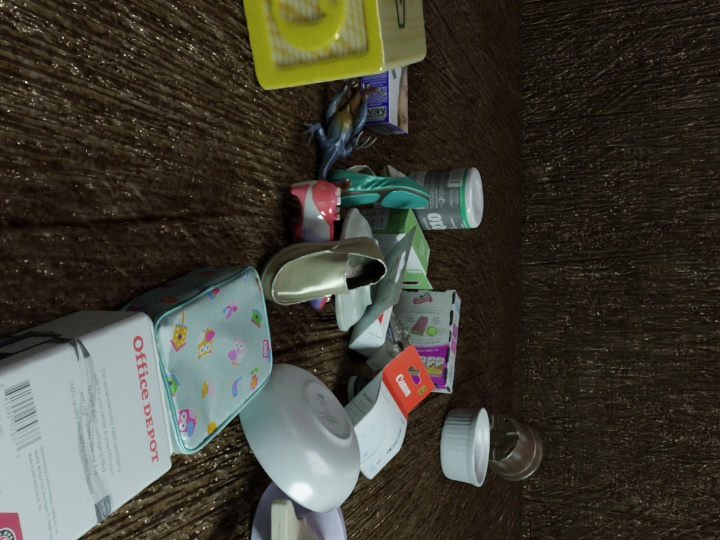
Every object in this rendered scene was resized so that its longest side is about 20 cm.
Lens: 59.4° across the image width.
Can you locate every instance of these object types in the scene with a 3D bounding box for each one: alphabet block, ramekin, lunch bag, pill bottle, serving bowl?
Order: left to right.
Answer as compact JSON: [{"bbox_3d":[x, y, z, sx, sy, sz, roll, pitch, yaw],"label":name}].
[{"bbox_3d":[-0.171,0.091,0.666,0.200,0.076,0.164,-38,126,-61],"label":"lunch bag"},{"bbox_3d":[-0.063,0.196,0.800,0.200,0.066,0.201,47,13,-15],"label":"serving bowl"},{"bbox_3d":[-0.031,-0.368,0.858,0.200,0.192,0.200,-43,127,-58],"label":"alphabet block"},{"bbox_3d":[0.131,-0.137,1.225,0.113,0.196,0.116,0,90,-66],"label":"pill bottle"},{"bbox_3d":[0.284,0.472,1.709,0.200,0.096,0.205,0,90,-66],"label":"ramekin"}]

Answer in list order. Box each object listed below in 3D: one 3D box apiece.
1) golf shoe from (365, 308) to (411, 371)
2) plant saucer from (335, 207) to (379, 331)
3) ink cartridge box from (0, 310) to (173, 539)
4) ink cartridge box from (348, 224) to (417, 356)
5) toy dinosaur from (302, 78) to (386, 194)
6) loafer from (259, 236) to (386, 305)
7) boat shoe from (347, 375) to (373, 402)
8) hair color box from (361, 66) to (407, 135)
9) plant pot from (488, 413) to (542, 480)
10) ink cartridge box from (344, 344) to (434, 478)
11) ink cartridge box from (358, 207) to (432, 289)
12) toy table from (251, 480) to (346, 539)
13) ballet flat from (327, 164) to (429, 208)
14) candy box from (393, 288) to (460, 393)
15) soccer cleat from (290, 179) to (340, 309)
[{"bbox_3d":[0.043,0.130,1.197,0.079,0.097,0.200,49,8,-3],"label":"golf shoe"},{"bbox_3d":[0.000,0.000,1.042,0.200,0.049,0.205,5,90,-81],"label":"plant saucer"},{"bbox_3d":[-0.246,0.126,0.480,0.200,0.082,0.148,-29,116,-65],"label":"ink cartridge box"},{"bbox_3d":[0.052,0.037,1.082,0.200,0.047,0.162,-47,-159,53],"label":"ink cartridge box"},{"bbox_3d":[-0.023,-0.210,1.014,0.200,0.103,0.185,-42,152,-80],"label":"toy dinosaur"},{"bbox_3d":[-0.045,0.000,0.873,0.197,0.068,0.077,-18,119,-29],"label":"loafer"},{"bbox_3d":[0.036,0.243,1.172,0.201,0.061,0.076,57,38,-53],"label":"boat shoe"},{"bbox_3d":[0.047,-0.370,1.202,0.109,0.064,0.204,-4,95,-67],"label":"hair color box"},{"bbox_3d":[0.469,0.563,2.048,0.198,0.197,0.204,40,53,-51],"label":"plant pot"},{"bbox_3d":[0.051,0.244,1.078,0.199,0.047,0.161,-42,138,-11],"label":"ink cartridge box"},{"bbox_3d":[0.070,-0.039,1.201,0.201,0.102,0.060,56,41,-52],"label":"ink cartridge box"},{"bbox_3d":[-0.084,0.359,0.769,0.117,0.180,0.204,-4,82,-82],"label":"toy table"},{"bbox_3d":[0.031,-0.145,1.063,0.197,0.067,0.072,-2,73,-29],"label":"ballet flat"},{"bbox_3d":[0.128,0.142,1.298,0.061,0.134,0.204,47,48,-59],"label":"candy box"},{"bbox_3d":[-0.071,-0.037,0.936,0.067,0.075,0.203,-90,-174,-62],"label":"soccer cleat"}]
